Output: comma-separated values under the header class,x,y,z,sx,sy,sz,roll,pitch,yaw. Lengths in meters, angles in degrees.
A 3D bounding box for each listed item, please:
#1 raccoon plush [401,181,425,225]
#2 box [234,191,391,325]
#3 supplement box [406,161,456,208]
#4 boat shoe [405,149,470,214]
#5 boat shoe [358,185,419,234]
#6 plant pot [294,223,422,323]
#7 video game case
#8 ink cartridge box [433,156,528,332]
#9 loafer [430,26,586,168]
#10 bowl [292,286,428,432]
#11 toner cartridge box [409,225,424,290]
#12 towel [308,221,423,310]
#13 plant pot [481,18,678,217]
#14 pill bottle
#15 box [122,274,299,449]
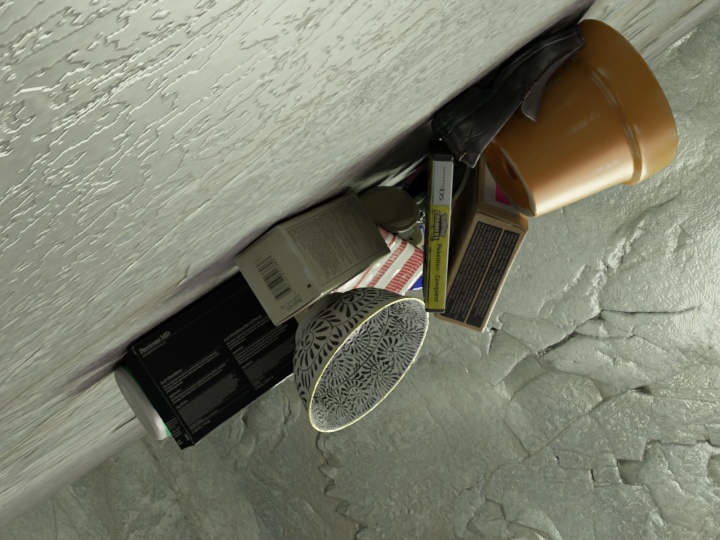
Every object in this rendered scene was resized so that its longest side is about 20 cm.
class,x,y,z,sx,sy,sz,roll,pitch,yaw
raccoon plush,0.071,-0.110,1.827,0.197,0.098,0.133,1,172,-31
box,-0.051,-0.018,1.365,0.077,0.096,0.200,-34,177,28
supplement box,0.179,-0.166,1.749,0.199,0.086,0.110,-34,178,-31
boat shoe,0.109,-0.133,1.589,0.200,0.061,0.074,120,-13,-65
boat shoe,0.005,-0.060,1.562,0.059,0.072,0.199,-41,170,39
plant pot,0.000,0.000,1.702,0.201,0.187,0.187,-52,169,30
video game case,0.093,-0.059,1.425,0.025,0.184,0.200,2,-169,1
ink cartridge box,0.157,-0.045,1.522,0.201,0.074,0.166,-77,-173,-58
loafer,0.177,-0.197,1.317,0.199,0.073,0.073,-37,176,8
bowl,-0.018,0.088,1.421,0.200,0.094,0.202,-36,150,-25
toner cartridge box,0.027,-0.009,1.824,0.043,0.097,0.199,-6,178,-39
towel,0.014,0.014,1.560,0.144,0.023,0.200,-50,154,7
plant pot,0.245,-0.165,1.397,0.182,0.202,0.200,-32,177,-6
pill bottle,-0.217,0.125,1.552,0.199,0.114,0.113,-34,177,-20
box,-0.175,0.107,1.464,0.199,0.142,0.079,-34,-178,-25
